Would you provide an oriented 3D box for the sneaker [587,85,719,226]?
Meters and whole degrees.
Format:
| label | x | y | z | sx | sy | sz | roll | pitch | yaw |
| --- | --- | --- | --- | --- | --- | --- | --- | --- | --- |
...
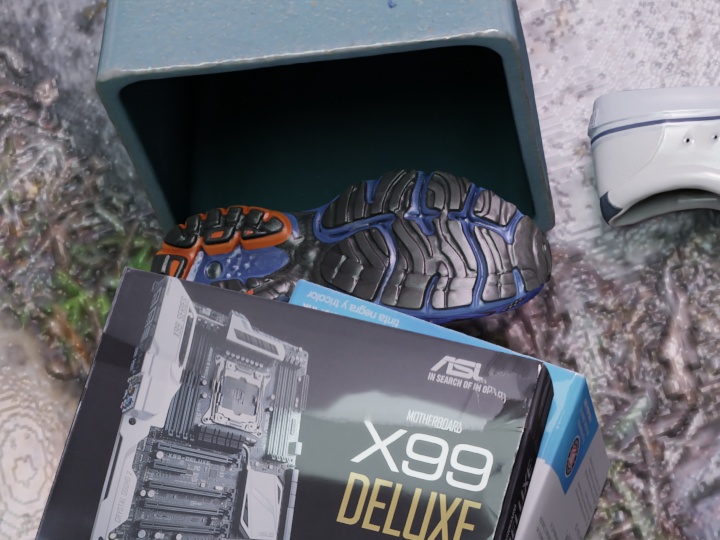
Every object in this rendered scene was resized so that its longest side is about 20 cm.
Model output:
| label | x | y | z | sx | sy | sz | roll | pitch | yaw |
| --- | --- | --- | --- | --- | --- | --- | --- | --- | --- |
| sneaker | 0.211 | -0.054 | 1.482 | 0.199 | 0.073 | 0.071 | -4 | 79 | 18 |

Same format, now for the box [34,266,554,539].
| label | x | y | z | sx | sy | sz | roll | pitch | yaw |
| --- | --- | --- | --- | --- | --- | --- | --- | --- | --- |
| box | -0.030 | 0.097 | 1.314 | 0.199 | 0.050 | 0.159 | 13 | 73 | 15 |

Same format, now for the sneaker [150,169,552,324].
| label | x | y | z | sx | sy | sz | roll | pitch | yaw |
| --- | --- | --- | --- | --- | --- | --- | --- | --- | --- |
| sneaker | 0.000 | 0.000 | 1.476 | 0.199 | 0.078 | 0.076 | -2 | 70 | 20 |

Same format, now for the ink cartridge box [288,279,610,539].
| label | x | y | z | sx | sy | sz | roll | pitch | yaw |
| --- | --- | --- | --- | --- | --- | --- | --- | --- | --- |
| ink cartridge box | 0.010 | 0.137 | 1.398 | 0.145 | 0.147 | 0.201 | 18 | 74 | 15 |

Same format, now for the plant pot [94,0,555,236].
| label | x | y | z | sx | sy | sz | roll | pitch | yaw |
| --- | --- | --- | --- | --- | --- | --- | --- | --- | --- |
| plant pot | -0.013 | -0.140 | 1.486 | 0.195 | 0.196 | 0.201 | -5 | 62 | 8 |
